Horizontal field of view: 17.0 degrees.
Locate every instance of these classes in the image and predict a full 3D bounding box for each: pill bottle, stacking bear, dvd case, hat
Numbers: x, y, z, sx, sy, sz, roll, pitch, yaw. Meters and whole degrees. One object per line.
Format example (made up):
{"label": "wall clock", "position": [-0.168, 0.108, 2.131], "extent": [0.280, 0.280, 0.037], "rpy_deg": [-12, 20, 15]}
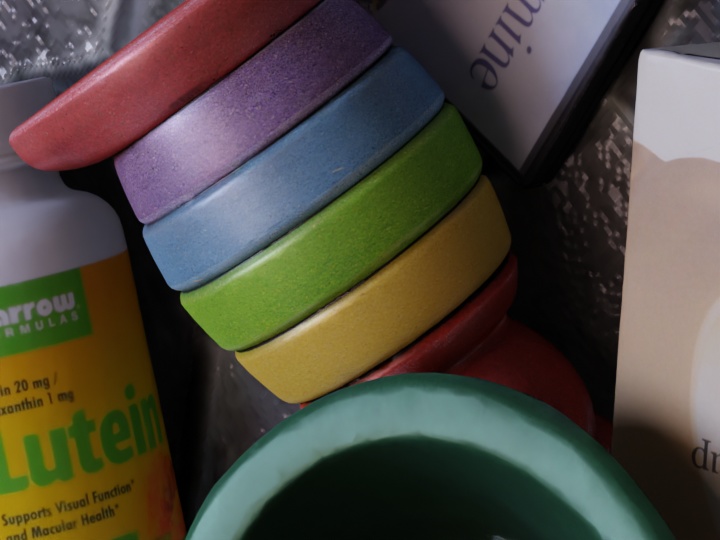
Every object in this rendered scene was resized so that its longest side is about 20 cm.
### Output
{"label": "pill bottle", "position": [-0.134, 0.034, 0.894], "extent": [0.111, 0.111, 0.201], "rpy_deg": [-6, 98, 43]}
{"label": "stacking bear", "position": [0.000, 0.000, 0.759], "extent": [0.200, 0.121, 0.114], "rpy_deg": [54, 166, -8]}
{"label": "dvd case", "position": [0.022, -0.142, 0.767], "extent": [0.200, 0.017, 0.143], "rpy_deg": [46, 127, 22]}
{"label": "hat", "position": [0.046, 0.122, 0.724], "extent": [0.200, 0.176, 0.166], "rpy_deg": [41, 99, 30]}

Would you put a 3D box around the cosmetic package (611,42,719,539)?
{"label": "cosmetic package", "position": [0.129, 0.041, 0.672], "extent": [0.105, 0.071, 0.201], "rpy_deg": [13, 106, 44]}
